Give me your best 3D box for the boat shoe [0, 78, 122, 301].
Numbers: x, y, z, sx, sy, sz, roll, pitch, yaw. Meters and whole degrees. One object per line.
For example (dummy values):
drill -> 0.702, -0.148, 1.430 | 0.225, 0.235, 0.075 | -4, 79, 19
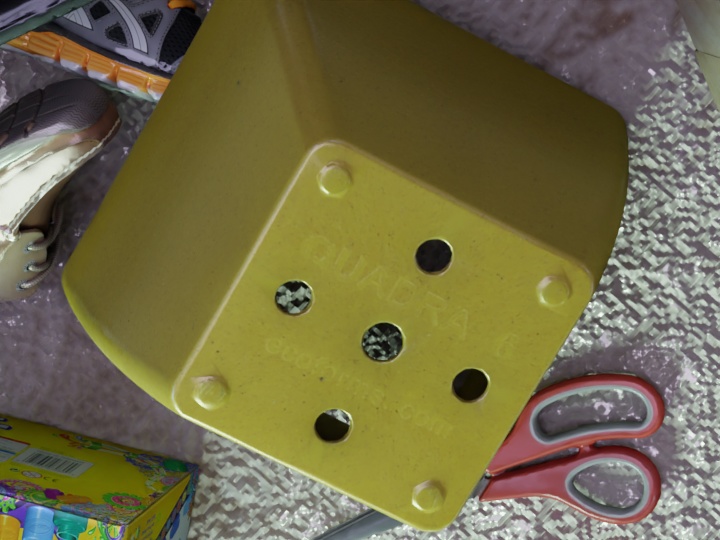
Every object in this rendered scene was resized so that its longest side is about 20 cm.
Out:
boat shoe -> -0.172, -0.025, 1.329 | 0.072, 0.076, 0.200 | 48, 134, -11

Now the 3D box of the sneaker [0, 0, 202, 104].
sneaker -> -0.126, -0.128, 1.315 | 0.200, 0.078, 0.077 | 22, 88, 5

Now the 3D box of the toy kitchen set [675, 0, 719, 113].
toy kitchen set -> 0.157, -0.191, 1.246 | 0.163, 0.180, 0.200 | -42, 127, -19

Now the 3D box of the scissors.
scissors -> 0.050, 0.095, 1.340 | 0.200, 0.014, 0.073 | -9, 99, 16

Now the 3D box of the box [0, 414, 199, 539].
box -> -0.204, 0.173, 1.356 | 0.200, 0.122, 0.193 | 14, 102, 10

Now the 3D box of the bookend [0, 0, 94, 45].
bookend -> -0.225, -0.182, 1.206 | 0.200, 0.092, 0.199 | -23, 124, 11

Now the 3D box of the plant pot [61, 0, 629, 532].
plant pot -> 0.000, 0.000, 1.218 | 0.200, 0.176, 0.200 | 27, 106, -14
